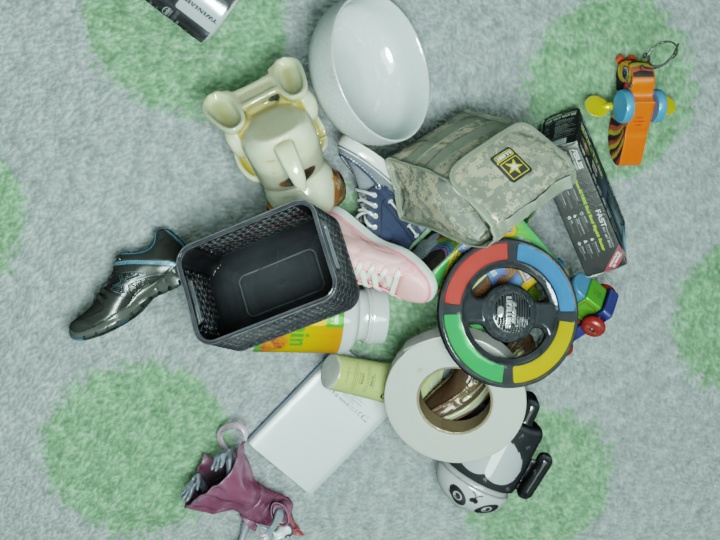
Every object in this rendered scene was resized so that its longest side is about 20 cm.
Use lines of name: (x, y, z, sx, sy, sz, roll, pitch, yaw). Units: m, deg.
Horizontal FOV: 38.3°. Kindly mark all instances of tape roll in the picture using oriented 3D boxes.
tape roll: (0.132, 0.175, 1.454, 0.202, 0.037, 0.203, 3, 111, 8)

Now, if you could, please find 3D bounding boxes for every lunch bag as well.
lunch bag: (0.159, -0.120, 1.349, 0.164, 0.200, 0.118, -34, 128, -27)

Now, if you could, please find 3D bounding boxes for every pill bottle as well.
pill bottle: (-0.065, 0.060, 1.449, 0.199, 0.111, 0.111, 2, 104, -13)
pill bottle: (-0.247, -0.385, 1.292, 0.200, 0.106, 0.106, 35, 95, -19)

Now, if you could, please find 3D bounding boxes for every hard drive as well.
hard drive: (-0.051, 0.221, 1.541, 0.200, 0.025, 0.132, -46, 109, 2)

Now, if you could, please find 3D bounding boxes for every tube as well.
tube: (0.037, 0.163, 1.508, 0.200, 0.052, 0.058, 16, 127, -33)

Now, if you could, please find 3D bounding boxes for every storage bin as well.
storage bin: (-0.117, 0.009, 1.323, 0.200, 0.094, 0.135, -22, 75, 15)

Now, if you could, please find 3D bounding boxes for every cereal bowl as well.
cereal bowl: (0.000, -0.258, 1.363, 0.200, 0.083, 0.201, 10, 76, -49)

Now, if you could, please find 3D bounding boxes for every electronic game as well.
electronic game: (0.198, 0.057, 1.387, 0.199, 0.042, 0.201, 1, 86, -13)

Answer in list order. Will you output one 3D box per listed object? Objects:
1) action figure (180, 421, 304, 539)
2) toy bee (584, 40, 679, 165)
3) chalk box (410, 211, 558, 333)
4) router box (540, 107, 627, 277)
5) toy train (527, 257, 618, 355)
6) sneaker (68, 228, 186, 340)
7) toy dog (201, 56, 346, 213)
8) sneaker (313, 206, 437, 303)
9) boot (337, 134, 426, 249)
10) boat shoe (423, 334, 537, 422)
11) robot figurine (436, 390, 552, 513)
action figure: (-0.162, 0.336, 1.529, 0.200, 0.134, 0.149, 34, 54, -30)
toy bee: (0.398, -0.255, 1.483, 0.131, 0.109, 0.200, 15, 126, -24)
chalk box: (0.185, -0.032, 1.472, 0.200, 0.125, 0.124, -43, 109, 3)
router box: (0.314, -0.111, 1.461, 0.062, 0.150, 0.200, -19, 111, 20)
toy train: (0.270, 0.064, 1.515, 0.116, 0.085, 0.200, 38, 139, -9)
sneaker: (-0.319, 0.022, 1.415, 0.200, 0.073, 0.082, -35, 93, -7)
toy dog: (-0.087, -0.147, 1.357, 0.139, 0.194, 0.200, -36, 144, -10)
sneaker: (0.000, 0.000, 1.400, 0.200, 0.105, 0.075, 35, 141, 17)
boot: (0.022, -0.096, 1.424, 0.200, 0.073, 0.090, 38, 87, -35)
boat shoe: (0.164, 0.146, 1.519, 0.202, 0.075, 0.075, -34, 117, -7)
robot figurine: (0.195, 0.266, 1.553, 0.125, 0.150, 0.200, 18, 102, -50)
